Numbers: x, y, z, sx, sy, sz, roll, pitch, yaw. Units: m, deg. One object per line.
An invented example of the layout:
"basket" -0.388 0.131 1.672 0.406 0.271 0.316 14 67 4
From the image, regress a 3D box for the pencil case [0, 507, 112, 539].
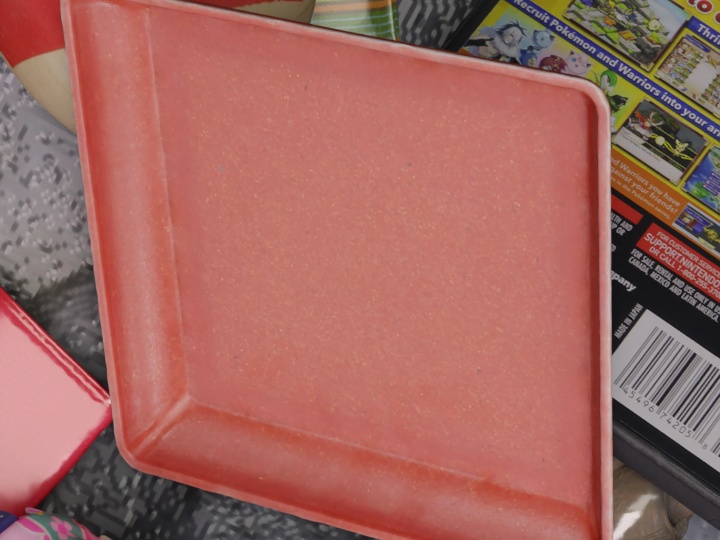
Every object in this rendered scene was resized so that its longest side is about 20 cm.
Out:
"pencil case" -0.048 0.148 0.938 0.199 0.087 0.088 20 87 18

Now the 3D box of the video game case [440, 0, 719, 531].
"video game case" 0.112 -0.026 0.969 0.200 0.026 0.181 35 71 12

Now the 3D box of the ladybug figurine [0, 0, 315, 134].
"ladybug figurine" -0.086 -0.139 0.965 0.135 0.072 0.201 -16 87 6

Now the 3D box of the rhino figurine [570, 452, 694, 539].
"rhino figurine" 0.102 0.078 0.971 0.087 0.060 0.201 -9 68 -4

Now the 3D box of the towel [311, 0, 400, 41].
"towel" -0.033 -0.141 1.007 0.086 0.018 0.201 -7 89 -7

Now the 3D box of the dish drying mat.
"dish drying mat" -0.181 0.097 0.987 0.077 0.018 0.200 44 86 -4

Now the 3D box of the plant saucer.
"plant saucer" 0.000 0.000 0.916 0.199 0.037 0.201 13 127 25
